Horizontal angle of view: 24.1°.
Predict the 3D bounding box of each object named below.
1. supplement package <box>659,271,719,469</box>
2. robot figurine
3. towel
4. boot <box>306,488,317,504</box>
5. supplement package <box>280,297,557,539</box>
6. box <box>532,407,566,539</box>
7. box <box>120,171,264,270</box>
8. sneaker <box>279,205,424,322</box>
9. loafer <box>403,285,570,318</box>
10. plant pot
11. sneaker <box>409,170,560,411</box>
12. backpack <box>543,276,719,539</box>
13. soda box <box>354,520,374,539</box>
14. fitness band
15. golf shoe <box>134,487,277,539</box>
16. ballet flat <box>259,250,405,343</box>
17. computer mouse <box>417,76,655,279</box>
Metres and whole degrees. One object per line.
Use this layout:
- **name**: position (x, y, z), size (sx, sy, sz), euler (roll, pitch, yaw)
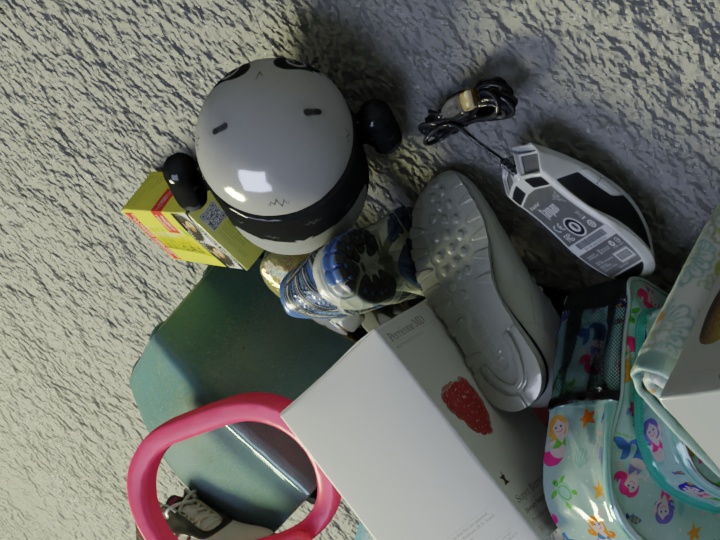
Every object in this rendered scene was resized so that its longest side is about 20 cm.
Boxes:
- **supplement package**: position (0.298, 0.037, 1.090), size (0.110, 0.200, 0.113), euler (47, 146, -22)
- **robot figurine**: position (-0.058, -0.086, 1.291), size (0.125, 0.151, 0.200), euler (35, 172, 13)
- **towel**: position (0.284, 0.069, 1.175), size (0.200, 0.172, 0.048), euler (45, 145, -20)
- **boot**: position (-0.119, 0.192, 1.796), size (0.200, 0.076, 0.168), euler (42, 145, -1)
- **supplement package**: position (0.060, 0.140, 1.302), size (0.120, 0.121, 0.200), euler (-43, 82, 29)
- **box**: position (0.199, 0.184, 1.470), size (0.199, 0.109, 0.128), euler (17, 146, 24)
- **box**: position (-0.142, -0.046, 1.461), size (0.075, 0.050, 0.200), euler (44, 166, -21)
- **sneaker**: position (0.000, 0.000, 1.337), size (0.085, 0.200, 0.077), euler (-24, 82, 27)
- **loafer**: position (0.133, 0.053, 1.398), size (0.199, 0.073, 0.071), euler (21, 155, 30)
- **plant pot**: position (-0.097, 0.103, 1.557), size (0.200, 0.197, 0.196), euler (39, 149, 0)
- **sneaker**: position (0.105, 0.015, 1.314), size (0.076, 0.080, 0.201), euler (-33, 72, 39)
- **backpack**: position (0.226, 0.121, 1.244), size (0.177, 0.201, 0.150), euler (26, 160, -33)
- **soda box**: position (0.053, 0.175, 1.421), size (0.068, 0.063, 0.201), euler (25, 108, 28)
- **fitness band**: position (-0.108, 0.182, 1.435), size (0.199, 0.037, 0.144), euler (-21, 93, 25)
- **golf shoe**: position (-0.149, 0.246, 1.544), size (0.199, 0.077, 0.089), euler (-15, 100, 49)
- **ballet flat**: position (-0.001, 0.034, 1.425), size (0.070, 0.071, 0.200), euler (-1, 158, 43)
- **computer mouse**: position (0.140, -0.067, 1.240), size (0.200, 0.044, 0.110), euler (39, 155, -7)
